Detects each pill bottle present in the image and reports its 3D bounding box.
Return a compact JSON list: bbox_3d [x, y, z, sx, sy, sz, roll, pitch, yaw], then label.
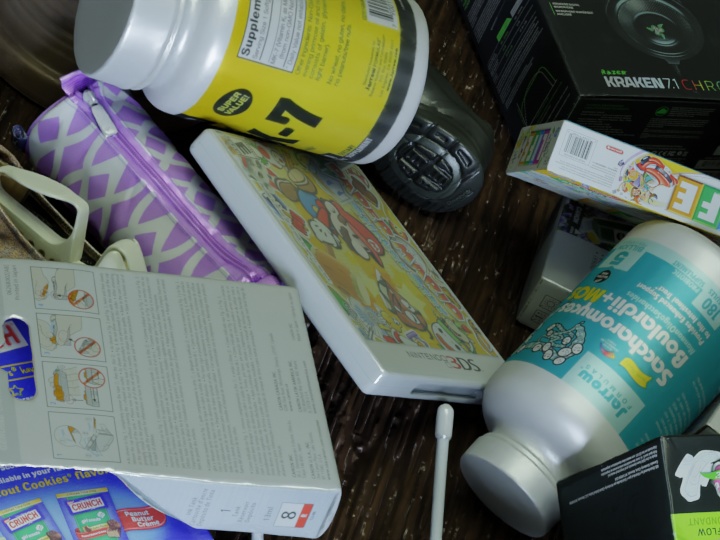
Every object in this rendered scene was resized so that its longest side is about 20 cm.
[{"bbox_3d":[0.151,0.070,1.634,0.111,0.111,0.200,40,69,11],"label":"pill bottle"},{"bbox_3d":[-0.068,-0.142,1.649,0.200,0.114,0.114,14,46,-27],"label":"pill bottle"}]

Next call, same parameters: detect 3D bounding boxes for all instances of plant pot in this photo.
[{"bbox_3d":[-0.157,-0.194,1.756,0.201,0.093,0.201,13,46,-14],"label":"plant pot"}]

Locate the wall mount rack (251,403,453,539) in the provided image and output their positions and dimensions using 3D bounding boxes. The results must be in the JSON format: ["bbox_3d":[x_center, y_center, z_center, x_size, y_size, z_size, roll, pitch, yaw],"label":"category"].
[{"bbox_3d":[0.003,0.156,1.536,0.200,0.075,0.174,8,39,-21],"label":"wall mount rack"}]

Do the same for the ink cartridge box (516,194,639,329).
[{"bbox_3d":[0.211,0.025,1.767,0.200,0.050,0.109,24,45,-3],"label":"ink cartridge box"}]

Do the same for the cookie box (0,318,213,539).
[{"bbox_3d":[-0.192,0.124,1.468,0.171,0.075,0.200,-10,57,-34],"label":"cookie box"}]

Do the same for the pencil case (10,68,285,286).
[{"bbox_3d":[-0.122,-0.036,1.637,0.084,0.086,0.200,-32,70,-34],"label":"pencil case"}]

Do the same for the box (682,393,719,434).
[{"bbox_3d":[0.309,0.131,1.697,0.200,0.041,0.156,44,46,-3],"label":"box"}]

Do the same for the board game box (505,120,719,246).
[{"bbox_3d":[0.202,-0.043,1.703,0.200,0.134,0.034,21,88,-7],"label":"board game box"}]

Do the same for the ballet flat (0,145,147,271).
[{"bbox_3d":[-0.171,-0.004,1.590,0.200,0.067,0.068,40,23,10],"label":"ballet flat"}]

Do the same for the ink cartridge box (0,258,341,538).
[{"bbox_3d":[-0.120,0.071,1.485,0.200,0.050,0.162,4,43,-18],"label":"ink cartridge box"}]

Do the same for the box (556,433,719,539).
[{"bbox_3d":[0.216,0.202,1.518,0.148,0.124,0.200,0,74,-26],"label":"box"}]

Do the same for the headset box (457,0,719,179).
[{"bbox_3d":[0.180,-0.164,1.890,0.174,0.093,0.200,1,50,-26],"label":"headset box"}]

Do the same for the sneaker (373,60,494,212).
[{"bbox_3d":[0.008,-0.124,1.792,0.200,0.076,0.091,44,32,-3],"label":"sneaker"}]

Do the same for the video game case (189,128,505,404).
[{"bbox_3d":[0.000,0.000,1.649,0.200,0.023,0.182,53,20,23],"label":"video game case"}]
